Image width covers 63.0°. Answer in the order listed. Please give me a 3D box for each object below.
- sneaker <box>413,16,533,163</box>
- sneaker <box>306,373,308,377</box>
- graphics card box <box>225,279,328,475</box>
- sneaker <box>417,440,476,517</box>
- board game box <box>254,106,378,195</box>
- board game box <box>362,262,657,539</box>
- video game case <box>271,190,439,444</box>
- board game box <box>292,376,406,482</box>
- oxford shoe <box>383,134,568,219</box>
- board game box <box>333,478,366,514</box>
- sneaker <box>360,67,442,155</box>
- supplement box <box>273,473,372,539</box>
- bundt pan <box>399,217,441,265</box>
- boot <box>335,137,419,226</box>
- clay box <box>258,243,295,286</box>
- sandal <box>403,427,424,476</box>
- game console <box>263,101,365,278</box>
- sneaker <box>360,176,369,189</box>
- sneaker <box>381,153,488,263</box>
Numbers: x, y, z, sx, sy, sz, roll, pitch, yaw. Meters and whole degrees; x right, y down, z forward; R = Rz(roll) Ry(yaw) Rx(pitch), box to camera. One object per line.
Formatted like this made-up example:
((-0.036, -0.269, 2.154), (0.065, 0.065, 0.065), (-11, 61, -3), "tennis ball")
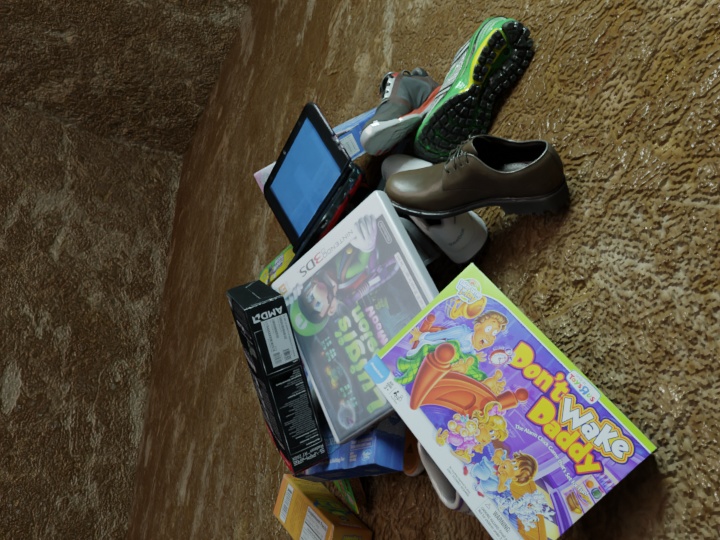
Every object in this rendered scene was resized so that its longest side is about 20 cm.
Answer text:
((0.137, -0.225, 0.750), (0.201, 0.077, 0.086), (-53, 26, 22), "sneaker")
((-0.109, 0.139, 0.929), (0.086, 0.076, 0.200), (-70, 26, 18), "sneaker")
((-0.101, 0.119, 0.694), (0.125, 0.050, 0.203), (19, 126, 68), "graphics card box")
((0.107, 0.128, 0.566), (0.073, 0.113, 0.203), (-44, 39, 49), "sneaker")
((-0.037, -0.195, 0.913), (0.198, 0.044, 0.200), (-11, 23, 49), "board game box")
((0.113, 0.112, 0.484), (0.134, 0.045, 0.200), (-43, 61, 3), "board game box")
((0.001, 0.051, 0.618), (0.181, 0.023, 0.202), (-39, 66, 29), "video game case")
((-0.010, 0.147, 0.723), (0.199, 0.043, 0.202), (-34, 41, 52), "board game box")
((0.109, -0.105, 0.614), (0.197, 0.085, 0.073), (-4, 48, 28), "oxford shoe")
((-0.046, 0.259, 0.847), (0.200, 0.030, 0.097), (27, 136, 66), "board game box")
((0.045, -0.222, 0.794), (0.077, 0.082, 0.200), (-40, 2, 43), "sneaker")
((-0.058, 0.355, 0.830), (0.199, 0.066, 0.070), (8, 81, 63), "supplement box")
((0.000, 0.000, 0.746), (0.076, 0.201, 0.201), (58, 144, 1), "bundt pan")
((-0.003, -0.121, 0.897), (0.198, 0.065, 0.168), (11, 87, 44), "boot")
((-0.107, 0.013, 1.051), (0.199, 0.113, 0.048), (-32, 48, 54), "clay box")
((0.055, 0.140, 0.722), (0.079, 0.058, 0.210), (-30, 51, 55), "sandal")
((-0.091, -0.084, 0.777), (0.200, 0.118, 0.173), (-50, 9, 48), "game console")
((-0.041, -0.073, 1.007), (0.202, 0.076, 0.113), (-64, 32, 33), "sneaker")
((0.079, -0.095, 0.727), (0.075, 0.087, 0.200), (-49, 46, 11), "sneaker")
